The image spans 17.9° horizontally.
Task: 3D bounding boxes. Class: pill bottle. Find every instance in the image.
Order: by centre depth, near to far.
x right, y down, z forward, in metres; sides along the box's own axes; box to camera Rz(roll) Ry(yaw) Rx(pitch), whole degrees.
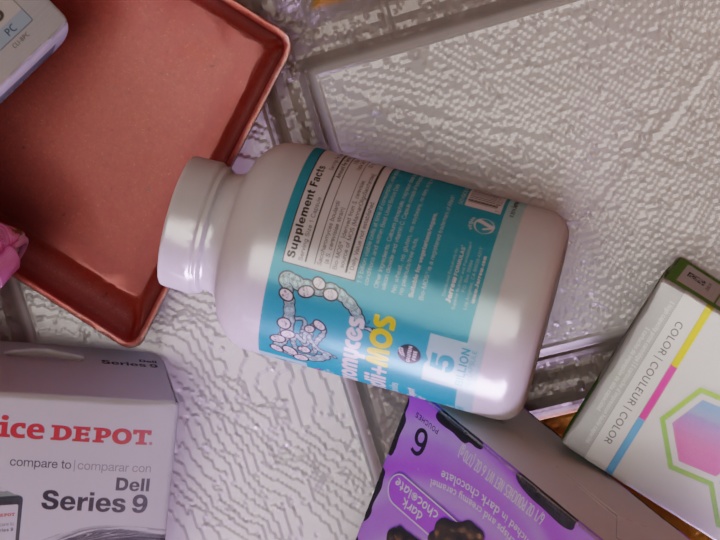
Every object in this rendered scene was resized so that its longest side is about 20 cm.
[{"bbox_3d":[0.000,0.000,1.175,0.199,0.111,0.111,15,106,7],"label":"pill bottle"}]

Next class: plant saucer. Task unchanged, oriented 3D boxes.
[{"bbox_3d":[-0.157,-0.092,1.249,0.199,0.037,0.201,31,108,8],"label":"plant saucer"}]

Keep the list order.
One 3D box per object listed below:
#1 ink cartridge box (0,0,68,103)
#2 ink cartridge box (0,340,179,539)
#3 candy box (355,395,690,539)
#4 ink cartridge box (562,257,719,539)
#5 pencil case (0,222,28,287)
[{"bbox_3d":[-0.275,-0.140,1.175,0.200,0.047,0.160,45,71,-4],"label":"ink cartridge box"},{"bbox_3d":[-0.184,0.147,1.258,0.145,0.084,0.201,3,105,-13],"label":"ink cartridge box"},{"bbox_3d":[0.066,0.188,1.186,0.168,0.071,0.201,37,114,44],"label":"candy box"},{"bbox_3d":[0.216,0.092,1.168,0.199,0.059,0.104,33,109,7],"label":"ink cartridge box"},{"bbox_3d":[-0.267,-0.053,1.229,0.083,0.087,0.200,-42,88,-11],"label":"pencil case"}]
